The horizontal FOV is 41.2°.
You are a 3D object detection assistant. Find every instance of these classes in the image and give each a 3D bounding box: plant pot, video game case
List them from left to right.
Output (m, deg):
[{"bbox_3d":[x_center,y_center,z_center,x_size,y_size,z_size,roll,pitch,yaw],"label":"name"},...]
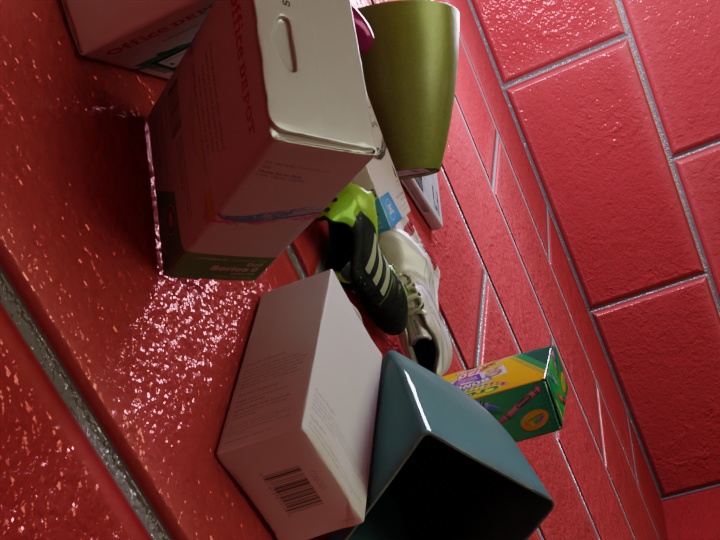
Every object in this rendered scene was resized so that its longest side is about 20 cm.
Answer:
[{"bbox_3d":[0.051,-0.228,1.273,0.187,0.183,0.205,3,80,-70],"label":"plant pot"},{"bbox_3d":[0.081,-0.194,1.530,0.182,0.023,0.203,52,27,-45],"label":"video game case"},{"bbox_3d":[0.052,0.172,0.867,0.140,0.142,0.201,30,16,-21],"label":"plant pot"}]

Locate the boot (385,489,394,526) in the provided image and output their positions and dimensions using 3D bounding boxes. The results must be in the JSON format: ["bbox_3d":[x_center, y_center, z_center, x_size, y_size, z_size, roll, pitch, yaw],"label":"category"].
[{"bbox_3d":[0.047,0.321,0.900,0.175,0.068,0.202,54,21,-30],"label":"boot"}]

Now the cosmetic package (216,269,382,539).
[{"bbox_3d":[-0.043,0.107,0.803,0.114,0.080,0.201,61,20,-28],"label":"cosmetic package"}]

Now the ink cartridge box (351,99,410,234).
[{"bbox_3d":[-0.015,-0.144,1.138,0.203,0.067,0.116,68,19,-8],"label":"ink cartridge box"}]

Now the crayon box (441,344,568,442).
[{"bbox_3d":[0.122,0.151,1.042,0.059,0.197,0.119,69,19,-7],"label":"crayon box"}]

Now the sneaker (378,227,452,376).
[{"bbox_3d":[0.066,0.043,1.160,0.087,0.073,0.203,-70,137,-79],"label":"sneaker"}]

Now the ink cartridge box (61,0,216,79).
[{"bbox_3d":[-0.127,-0.221,0.772,0.199,0.144,0.086,-11,82,-70],"label":"ink cartridge box"}]

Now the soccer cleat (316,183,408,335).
[{"bbox_3d":[0.000,0.000,1.067,0.081,0.067,0.203,-45,129,-35],"label":"soccer cleat"}]

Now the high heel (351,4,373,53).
[{"bbox_3d":[-0.078,-0.259,0.939,0.196,0.068,0.096,21,18,-6],"label":"high heel"}]

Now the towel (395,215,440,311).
[{"bbox_3d":[0.069,-0.014,1.324,0.146,0.022,0.201,-85,151,-48],"label":"towel"}]

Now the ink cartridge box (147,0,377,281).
[{"bbox_3d":[-0.079,-0.101,0.695,0.086,0.200,0.148,4,62,-30],"label":"ink cartridge box"}]
